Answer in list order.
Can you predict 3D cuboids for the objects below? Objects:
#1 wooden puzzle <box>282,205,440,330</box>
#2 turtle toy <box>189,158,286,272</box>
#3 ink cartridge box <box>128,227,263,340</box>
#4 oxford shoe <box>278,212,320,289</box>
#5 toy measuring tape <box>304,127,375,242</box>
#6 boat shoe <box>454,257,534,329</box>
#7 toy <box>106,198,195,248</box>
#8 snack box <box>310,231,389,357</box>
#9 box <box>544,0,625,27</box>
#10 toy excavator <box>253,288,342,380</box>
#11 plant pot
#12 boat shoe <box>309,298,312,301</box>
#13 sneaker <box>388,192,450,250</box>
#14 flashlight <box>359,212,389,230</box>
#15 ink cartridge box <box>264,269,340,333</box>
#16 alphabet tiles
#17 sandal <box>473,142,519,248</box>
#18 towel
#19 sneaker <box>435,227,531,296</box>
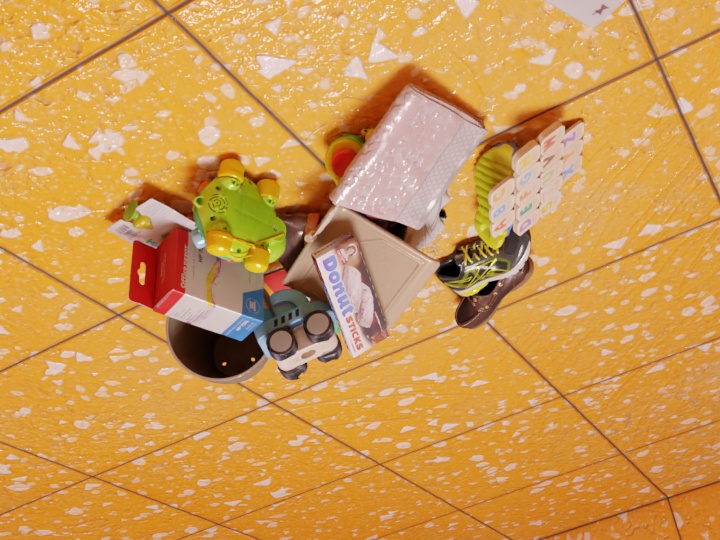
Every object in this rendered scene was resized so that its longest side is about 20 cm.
[{"bbox_3d":[0.000,0.000,1.665,0.198,0.037,0.186,27,126,-13],"label":"wooden puzzle"},{"bbox_3d":[-0.179,-0.068,1.577,0.100,0.148,0.199,-8,155,40],"label":"turtle toy"},{"bbox_3d":[-0.246,0.016,1.593,0.198,0.117,0.067,22,137,-32],"label":"ink cartridge box"},{"bbox_3d":[-0.106,-0.028,1.726,0.072,0.072,0.201,9,140,0],"label":"oxford shoe"},{"bbox_3d":[-0.039,-0.134,1.541,0.073,0.074,0.200,19,121,-39],"label":"toy measuring tape"},{"bbox_3d":[0.227,0.034,1.910,0.070,0.071,0.200,6,136,-37],"label":"boat shoe"},{"bbox_3d":[-0.278,-0.056,1.634,0.114,0.048,0.199,-27,140,35],"label":"toy"},{"bbox_3d":[-0.014,0.040,1.637,0.071,0.024,0.202,-29,125,-14],"label":"snack box"},{"bbox_3d":[0.232,-0.410,1.115,0.197,0.173,0.200,17,139,-37],"label":"box"},{"bbox_3d":[-0.145,0.073,1.695,0.192,0.202,0.100,-24,149,-2],"label":"toy excavator"},{"bbox_3d":[-0.225,0.120,1.827,0.185,0.190,0.200,-10,161,-1],"label":"plant pot"},{"bbox_3d":[-0.011,0.024,1.745,0.199,0.064,0.073,-17,140,40],"label":"boat shoe"},{"bbox_3d":[0.096,-0.064,1.716,0.086,0.075,0.201,-8,149,-15],"label":"sneaker"},{"bbox_3d":[0.014,-0.076,1.680,0.068,0.068,0.201,-41,162,-24],"label":"flashlight"},{"bbox_3d":[-0.066,0.051,1.868,0.159,0.051,0.200,-18,149,11],"label":"ink cartridge box"},{"bbox_3d":[0.273,-0.138,1.615,0.195,0.015,0.201,-37,150,-14],"label":"alphabet tiles"},{"bbox_3d":[0.229,-0.129,1.663,0.087,0.079,0.201,-34,150,-23],"label":"sandal"},{"bbox_3d":[0.074,-0.157,1.517,0.190,0.032,0.201,15,118,-46],"label":"towel"},{"bbox_3d":[0.211,-0.018,1.816,0.084,0.075,0.200,16,139,-35],"label":"sneaker"}]
